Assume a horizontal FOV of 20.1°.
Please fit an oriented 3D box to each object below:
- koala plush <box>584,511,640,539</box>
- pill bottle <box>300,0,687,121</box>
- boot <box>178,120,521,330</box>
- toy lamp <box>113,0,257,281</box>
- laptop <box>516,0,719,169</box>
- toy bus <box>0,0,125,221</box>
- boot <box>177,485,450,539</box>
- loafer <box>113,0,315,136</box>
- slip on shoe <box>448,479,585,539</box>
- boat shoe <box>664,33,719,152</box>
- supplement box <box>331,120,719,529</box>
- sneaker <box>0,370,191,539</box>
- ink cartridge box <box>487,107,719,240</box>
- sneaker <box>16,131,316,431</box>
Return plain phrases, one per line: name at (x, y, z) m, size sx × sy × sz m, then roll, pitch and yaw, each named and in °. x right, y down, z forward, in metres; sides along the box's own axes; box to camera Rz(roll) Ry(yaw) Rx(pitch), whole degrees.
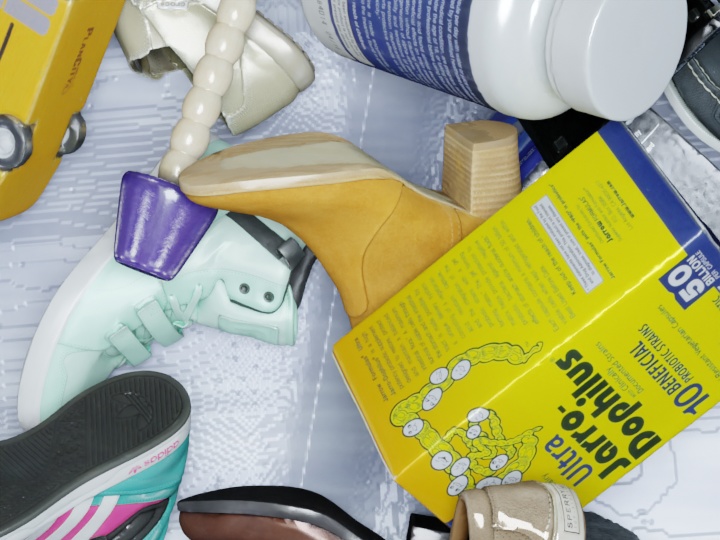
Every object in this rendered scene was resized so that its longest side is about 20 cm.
koala plush at (0.149, 0.251, 1.067) m, size 0.176 × 0.184 × 0.202 m, roll 12°, pitch 98°, yaw 7°
pill bottle at (0.070, -0.144, 1.073) m, size 0.199 × 0.111 × 0.112 m, roll 24°, pitch 87°, yaw 40°
boot at (0.000, 0.000, 1.102) m, size 0.199 × 0.071 × 0.145 m, roll -7°, pitch 114°, yaw -18°
toy lamp at (-0.084, -0.093, 1.107) m, size 0.058 × 0.058 × 0.202 m, roll 21°, pitch 85°, yaw 7°
laptop at (0.164, -0.170, 1.142) m, size 0.200 × 0.103 × 0.178 m, roll -45°, pitch 55°, yaw 23°
toy bus at (-0.187, -0.121, 1.130) m, size 0.078 × 0.065 × 0.201 m, roll 32°, pitch 113°, yaw 16°
boot at (-0.027, 0.229, 1.141) m, size 0.186 × 0.068 × 0.202 m, roll 11°, pitch 93°, yaw -2°
loafer at (-0.120, -0.150, 1.166) m, size 0.199 × 0.076 × 0.069 m, roll 35°, pitch 83°, yaw 7°
slip on shoe at (0.053, 0.187, 1.037) m, size 0.060 × 0.201 × 0.076 m, roll 8°, pitch 40°, yaw -18°
boat shoe at (0.237, -0.078, 1.118) m, size 0.075 × 0.060 × 0.200 m, roll -32°, pitch 76°, yaw -29°
supplement box at (0.103, 0.040, 1.060) m, size 0.200 × 0.109 × 0.110 m, roll -39°, pitch 40°, yaw 10°
sneaker at (-0.182, 0.142, 1.117) m, size 0.199 × 0.121 × 0.084 m, roll -23°, pitch 49°, yaw -22°
ink cartridge box at (0.154, -0.034, 1.149) m, size 0.200 × 0.039 × 0.100 m, roll 42°, pitch 90°, yaw 8°
sneaker at (-0.103, 0.030, 1.145) m, size 0.118 × 0.074 × 0.201 m, roll 34°, pitch 86°, yaw 14°
